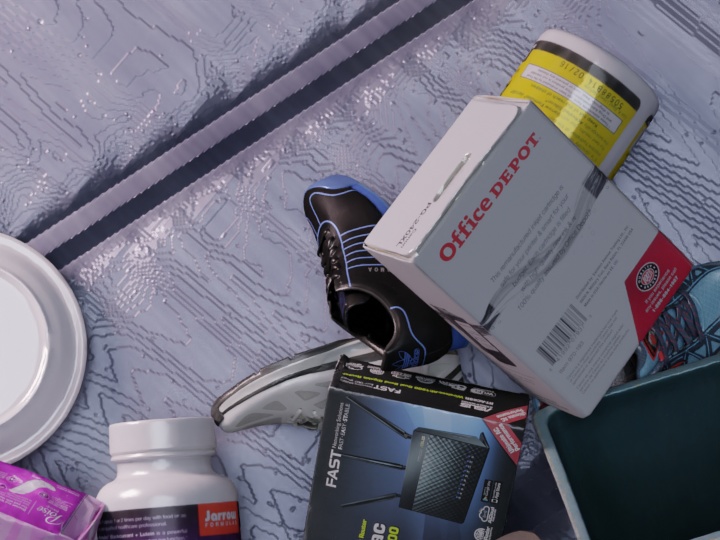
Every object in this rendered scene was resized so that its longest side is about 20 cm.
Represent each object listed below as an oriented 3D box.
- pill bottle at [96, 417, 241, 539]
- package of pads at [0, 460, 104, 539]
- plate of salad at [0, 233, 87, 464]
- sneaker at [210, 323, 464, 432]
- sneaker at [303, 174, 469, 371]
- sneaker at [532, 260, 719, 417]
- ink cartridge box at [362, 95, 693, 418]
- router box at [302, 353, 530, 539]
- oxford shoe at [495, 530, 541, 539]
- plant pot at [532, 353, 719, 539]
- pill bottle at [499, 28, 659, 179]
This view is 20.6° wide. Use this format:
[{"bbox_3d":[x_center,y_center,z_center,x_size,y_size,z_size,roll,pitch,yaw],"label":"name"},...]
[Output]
[{"bbox_3d":[-0.146,0.216,1.526,0.111,0.111,0.200,-5,84,2],"label":"pill bottle"},{"bbox_3d":[-0.281,0.245,1.510,0.120,0.076,0.200,21,115,3],"label":"package of pads"},{"bbox_3d":[-0.319,0.065,1.584,0.200,0.048,0.200,1,77,-5],"label":"plate of salad"},{"bbox_3d":[-0.010,0.115,1.549,0.200,0.076,0.116,-20,81,-2],"label":"sneaker"},{"bbox_3d":[0.000,0.000,1.525,0.078,0.070,0.200,-19,47,-29],"label":"sneaker"},{"bbox_3d":[0.227,0.062,1.535,0.200,0.096,0.079,-36,84,-2],"label":"sneaker"},{"bbox_3d":[0.123,-0.012,1.445,0.200,0.083,0.145,42,80,-26],"label":"ink cartridge box"},{"bbox_3d":[0.037,0.177,1.507,0.150,0.062,0.200,11,111,5],"label":"router box"},{"bbox_3d":[0.081,0.283,1.462,0.071,0.071,0.200,37,86,-38],"label":"oxford shoe"},{"bbox_3d":[0.258,0.206,1.461,0.196,0.196,0.200,-17,123,0],"label":"plant pot"},{"bbox_3d":[0.135,-0.078,1.547,0.111,0.111,0.200,34,85,6],"label":"pill bottle"}]
